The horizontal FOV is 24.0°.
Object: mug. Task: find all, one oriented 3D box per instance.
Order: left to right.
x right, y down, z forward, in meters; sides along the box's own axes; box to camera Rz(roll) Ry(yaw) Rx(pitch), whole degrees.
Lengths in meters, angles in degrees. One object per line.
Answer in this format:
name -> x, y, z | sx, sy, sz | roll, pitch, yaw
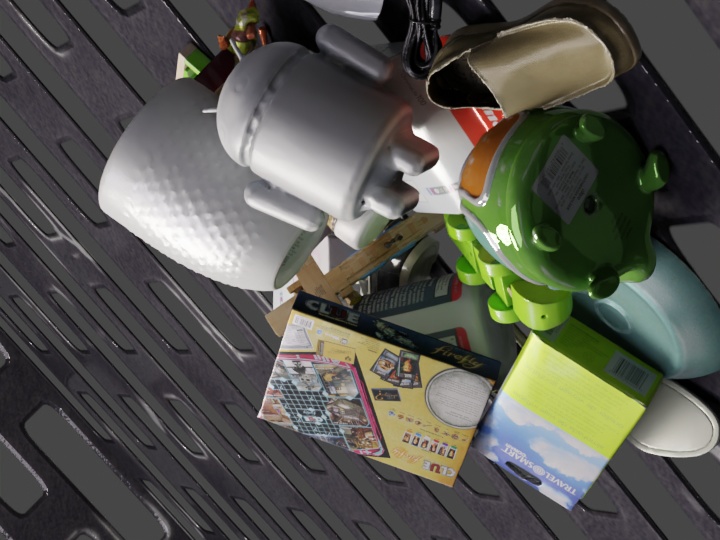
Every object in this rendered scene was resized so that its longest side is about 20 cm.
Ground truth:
mug -> -0.122, -0.059, 1.553 | 0.175, 0.148, 0.200 | 34, 167, 11

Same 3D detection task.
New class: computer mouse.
computer mouse -> -0.012, -0.235, 1.375 | 0.200, 0.044, 0.110 | 29, 136, 37

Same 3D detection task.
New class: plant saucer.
plant saucer -> 0.229, 0.030, 1.474 | 0.200, 0.036, 0.200 | 36, 157, 18

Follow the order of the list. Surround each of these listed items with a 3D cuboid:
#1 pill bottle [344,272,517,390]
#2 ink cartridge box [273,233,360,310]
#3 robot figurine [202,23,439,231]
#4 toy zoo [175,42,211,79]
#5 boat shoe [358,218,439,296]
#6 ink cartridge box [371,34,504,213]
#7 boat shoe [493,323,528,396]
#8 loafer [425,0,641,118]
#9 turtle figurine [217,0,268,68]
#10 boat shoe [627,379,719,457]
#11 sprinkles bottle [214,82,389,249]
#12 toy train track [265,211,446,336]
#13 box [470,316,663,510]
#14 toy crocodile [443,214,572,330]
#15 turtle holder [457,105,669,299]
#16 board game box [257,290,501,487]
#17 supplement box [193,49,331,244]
pill bottle -> 0.042, 0.075, 1.656 | 0.200, 0.120, 0.120 | -13, 130, 20
ink cartridge box -> -0.049, 0.067, 1.864 | 0.057, 0.201, 0.162 | 7, 172, -24
robot figurine -> -0.036, -0.116, 1.409 | 0.200, 0.170, 0.113 | 30, -167, 9
toy zoo -> -0.118, -0.143, 1.799 | 0.200, 0.020, 0.131 | 42, 159, 7
boat shoe -> 0.030, 0.011, 1.747 | 0.068, 0.072, 0.200 | 33, 149, 12
ink cartridge box -> 0.068, -0.122, 1.447 | 0.163, 0.057, 0.200 | 53, 162, -22
boat shoe -> 0.146, 0.101, 1.714 | 0.201, 0.066, 0.072 | 45, 159, -2
loafer -> 0.125, -0.150, 1.264 | 0.200, 0.067, 0.076 | -7, 127, 54
turtle figurine -> -0.083, -0.172, 1.531 | 0.161, 0.064, 0.200 | 54, 177, 21
boat shoe -> 0.260, 0.125, 1.590 | 0.200, 0.073, 0.062 | 14, -173, 42
sprinkles bottle -> -0.059, -0.103, 1.607 | 0.200, 0.068, 0.068 | 38, 158, 15
toy train track -> 0.000, 0.000, 1.628 | 0.115, 0.200, 0.033 | 57, -176, 21
box -> 0.185, 0.129, 1.549 | 0.122, 0.048, 0.200 | 33, 144, 8
toy crocodile -> 0.124, -0.011, 1.516 | 0.200, 0.062, 0.068 | -127, 18, -57
turtle holder -> 0.161, -0.057, 1.327 | 0.185, 0.141, 0.132 | 3, -173, -37
board game box -> 0.016, 0.112, 1.591 | 0.200, 0.035, 0.136 | 20, 122, 1
supplement box -> -0.098, -0.114, 1.690 | 0.200, 0.109, 0.061 | 41, 166, 5
